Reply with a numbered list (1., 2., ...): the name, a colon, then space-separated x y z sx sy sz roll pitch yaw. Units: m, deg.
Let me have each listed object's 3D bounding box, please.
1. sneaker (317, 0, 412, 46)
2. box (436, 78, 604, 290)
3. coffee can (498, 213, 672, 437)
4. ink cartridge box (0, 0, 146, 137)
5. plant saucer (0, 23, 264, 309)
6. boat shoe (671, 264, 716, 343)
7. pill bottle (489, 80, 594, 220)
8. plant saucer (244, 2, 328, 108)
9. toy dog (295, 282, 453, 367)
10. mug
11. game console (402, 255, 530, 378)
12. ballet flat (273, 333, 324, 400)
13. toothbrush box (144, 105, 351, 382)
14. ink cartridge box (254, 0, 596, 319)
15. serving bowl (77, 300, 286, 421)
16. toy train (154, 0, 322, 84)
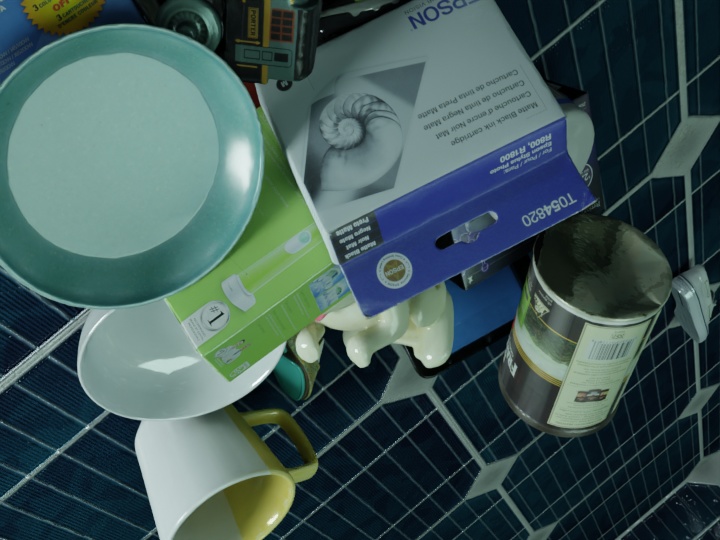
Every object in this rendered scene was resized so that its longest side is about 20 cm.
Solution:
1. sneaker: 0.036 -0.244 0.725 0.197 0.084 0.072 -27 171 -13
2. box: 0.157 -0.094 0.948 0.197 0.079 0.143 -29 124 -17
3. coffee can: 0.239 0.063 0.965 0.144 0.147 0.203 -21 142 -24
4. ink cartridge box: -0.221 -0.169 0.563 0.135 0.077 0.201 -35 143 -7
5. plant saucer: -0.161 -0.070 0.598 0.196 0.036 0.204 -16 126 -22
6. boat shoe: 0.599 0.061 1.561 0.066 0.074 0.200 -37 144 2
7. pill bottle: 0.095 -0.140 0.769 0.112 0.200 0.115 -28 145 -22
8. plant saucer: -0.085 -0.132 0.759 0.196 0.037 0.203 -6 131 -39
9. toy dog: 0.000 0.000 0.849 0.198 0.137 0.198 18 88 -54
10. mug: -0.158 0.213 0.956 0.150 0.154 0.186 -48 144 11
11. game console: 0.122 -0.007 1.014 0.197 0.117 0.178 -26 143 -19
12. ballet flat: -0.072 0.072 0.968 0.070 0.071 0.202 -30 143 -13
13. toothbrush box: -0.071 -0.035 0.706 0.198 0.147 0.086 -36 160 -6
14. ink cartridge box: 0.045 -0.098 0.649 0.196 0.203 0.041 -26 161 -4
15. serving bowl: -0.170 0.056 0.839 0.196 0.066 0.203 -14 138 -13
16. toy train: -0.078 -0.221 0.594 0.111 0.086 0.204 5 124 -4
